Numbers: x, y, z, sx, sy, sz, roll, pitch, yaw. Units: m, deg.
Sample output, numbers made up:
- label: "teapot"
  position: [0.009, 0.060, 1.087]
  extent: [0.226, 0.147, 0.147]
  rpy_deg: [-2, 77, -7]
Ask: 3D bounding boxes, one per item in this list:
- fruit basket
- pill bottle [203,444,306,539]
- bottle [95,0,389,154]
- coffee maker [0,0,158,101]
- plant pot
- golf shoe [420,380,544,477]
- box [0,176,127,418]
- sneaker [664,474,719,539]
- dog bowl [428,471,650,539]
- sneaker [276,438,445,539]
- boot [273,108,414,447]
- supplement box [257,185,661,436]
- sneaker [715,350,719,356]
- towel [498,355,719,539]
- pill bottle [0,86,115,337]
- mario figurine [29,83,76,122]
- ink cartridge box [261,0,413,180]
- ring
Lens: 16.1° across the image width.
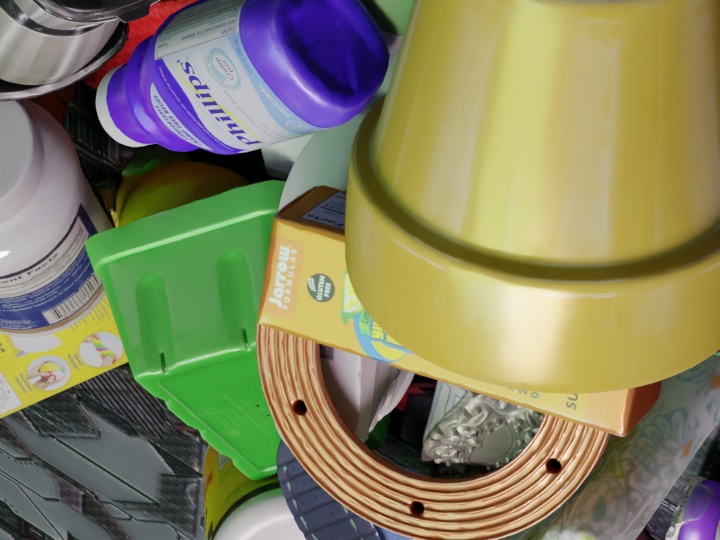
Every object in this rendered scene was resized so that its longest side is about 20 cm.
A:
- label: "fruit basket"
  position: [-0.073, 0.001, 1.522]
  extent: [0.155, 0.216, 0.216]
  rpy_deg: [-16, 126, 18]
- label: "pill bottle"
  position: [-0.046, 0.150, 1.628]
  extent: [0.109, 0.109, 0.200]
  rpy_deg: [49, -170, -19]
- label: "bottle"
  position: [-0.070, -0.103, 1.337]
  extent: [0.084, 0.065, 0.200]
  rpy_deg: [49, 149, -21]
- label: "coffee maker"
  position: [-0.182, -0.196, 1.325]
  extent: [0.192, 0.135, 0.200]
  rpy_deg: [44, 160, -7]
- label: "plant pot"
  position: [0.096, -0.076, 1.174]
  extent: [0.201, 0.201, 0.189]
  rpy_deg: [24, 132, 25]
- label: "golf shoe"
  position: [0.079, 0.051, 1.472]
  extent: [0.078, 0.097, 0.200]
  rpy_deg: [2, 150, -11]
- label: "box"
  position: [-0.203, 0.019, 1.677]
  extent: [0.200, 0.048, 0.117]
  rpy_deg: [-22, 125, 8]
- label: "sneaker"
  position: [0.243, 0.194, 1.502]
  extent: [0.099, 0.070, 0.200]
  rpy_deg: [9, 144, 31]
- label: "dog bowl"
  position: [0.109, 0.193, 1.635]
  extent: [0.200, 0.074, 0.200]
  rpy_deg: [28, 149, 19]
- label: "sneaker"
  position: [0.031, 0.152, 1.506]
  extent: [0.200, 0.082, 0.074]
  rpy_deg: [47, 148, -18]
- label: "boot"
  position: [0.000, 0.000, 1.395]
  extent: [0.073, 0.096, 0.200]
  rpy_deg: [17, 111, 17]
- label: "supplement box"
  position: [0.052, 0.018, 1.267]
  extent: [0.200, 0.069, 0.067]
  rpy_deg: [16, 113, 20]
- label: "sneaker"
  position: [0.167, 0.000, 1.324]
  extent: [0.200, 0.078, 0.085]
  rpy_deg: [13, 179, 26]
- label: "towel"
  position: [0.133, 0.121, 1.408]
  extent: [0.048, 0.171, 0.200]
  rpy_deg: [37, 150, -1]
- label: "pill bottle"
  position: [-0.212, -0.038, 1.498]
  extent: [0.111, 0.111, 0.200]
  rpy_deg: [31, 168, 13]
- label: "mario figurine"
  position: [-0.279, -0.106, 1.600]
  extent: [0.200, 0.106, 0.124]
  rpy_deg: [-6, 85, 40]
- label: "ink cartridge box"
  position: [-0.003, -0.113, 1.360]
  extent: [0.145, 0.048, 0.200]
  rpy_deg: [20, 144, 29]
- label: "ring"
  position: [0.040, 0.046, 1.327]
  extent: [0.200, 0.019, 0.201]
  rpy_deg: [7, 108, 22]
